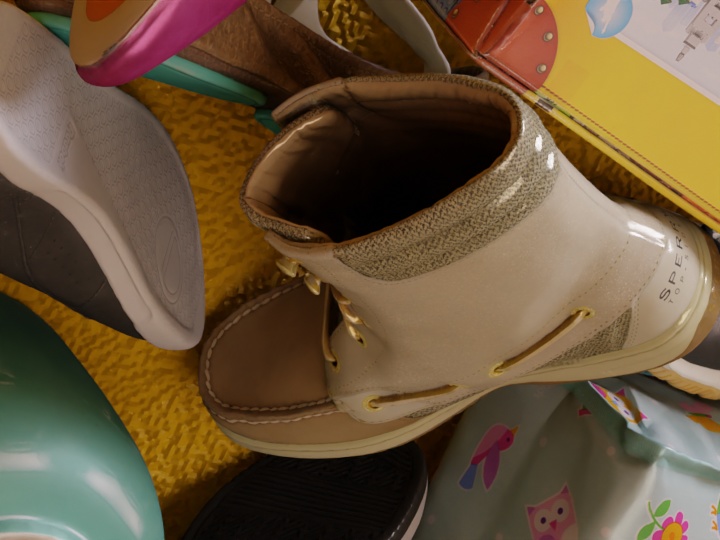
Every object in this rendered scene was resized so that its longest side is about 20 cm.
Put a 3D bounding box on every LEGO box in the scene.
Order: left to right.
[{"bbox_3d":[0.138,-0.093,0.808,0.199,0.077,0.149,32,105,-32],"label":"LEGO box"}]

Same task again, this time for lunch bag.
[{"bbox_3d":[0.113,0.129,0.991,0.199,0.122,0.171,17,106,-43],"label":"lunch bag"}]

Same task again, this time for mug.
[{"bbox_3d":[-0.154,0.090,0.820,0.184,0.114,0.153,15,110,-35],"label":"mug"}]

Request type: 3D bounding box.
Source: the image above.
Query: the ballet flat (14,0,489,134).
[{"bbox_3d":[-0.026,-0.079,0.834,0.199,0.068,0.073,24,84,-37],"label":"ballet flat"}]

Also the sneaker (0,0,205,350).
[{"bbox_3d":[-0.121,-0.022,0.813,0.098,0.071,0.200,-10,155,17],"label":"sneaker"}]

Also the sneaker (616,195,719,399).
[{"bbox_3d":[0.169,0.011,0.947,0.199,0.076,0.088,27,129,-18],"label":"sneaker"}]

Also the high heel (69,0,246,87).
[{"bbox_3d":[-0.013,-0.106,0.784,0.096,0.067,0.201,55,50,-30],"label":"high heel"}]

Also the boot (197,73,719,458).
[{"bbox_3d":[0.000,0.000,0.818,0.199,0.073,0.154,-15,154,28],"label":"boot"}]

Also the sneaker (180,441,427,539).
[{"bbox_3d":[-0.033,0.160,0.928,0.200,0.083,0.121,-49,147,-34],"label":"sneaker"}]
